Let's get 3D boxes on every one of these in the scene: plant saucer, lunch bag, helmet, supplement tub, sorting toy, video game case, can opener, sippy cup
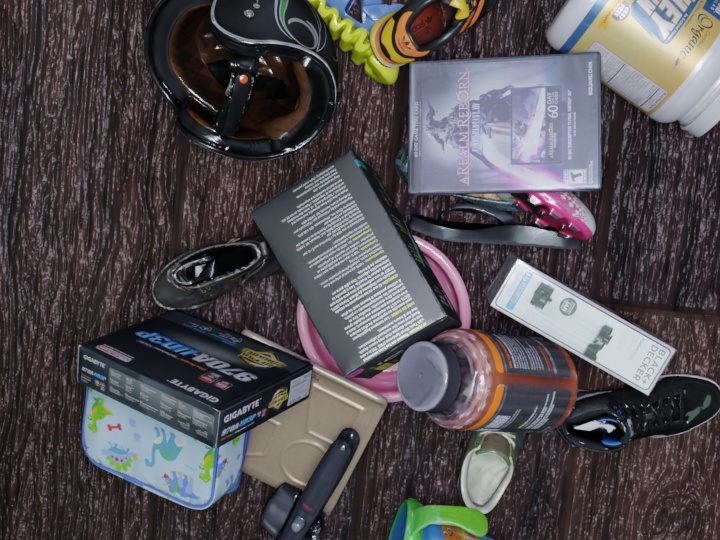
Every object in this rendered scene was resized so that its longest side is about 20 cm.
[{"bbox_3d":[0.028,0.051,1.344,0.200,0.051,0.201,1,97,5],"label":"plant saucer"},{"bbox_3d":[-0.225,0.177,1.334,0.200,0.082,0.161,17,110,24],"label":"lunch bag"},{"bbox_3d":[-0.127,-0.228,1.251,0.199,0.191,0.200,-13,133,-15],"label":"helmet"},{"bbox_3d":[0.132,0.116,1.215,0.107,0.200,0.107,-11,75,45],"label":"supplement tub"},{"bbox_3d":[-0.083,0.176,1.352,0.185,0.036,0.200,26,122,1],"label":"sorting toy"},{"bbox_3d":[0.149,-0.151,1.204,0.199,0.019,0.143,-1,83,13],"label":"video game case"},{"bbox_3d":[-0.055,0.260,1.330,0.079,0.063,0.200,31,124,-2],"label":"can opener"},{"bbox_3d":[0.315,-0.249,1.234,0.200,0.145,0.145,35,99,-1],"label":"supplement tub"},{"bbox_3d":[0.097,0.347,1.337,0.130,0.178,0.140,17,74,-3],"label":"sippy cup"}]

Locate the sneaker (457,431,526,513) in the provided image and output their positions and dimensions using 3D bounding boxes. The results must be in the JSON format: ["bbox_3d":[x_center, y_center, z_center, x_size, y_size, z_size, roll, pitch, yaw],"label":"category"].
[{"bbox_3d":[0.162,0.191,1.331,0.067,0.090,0.201,18,98,3],"label":"sneaker"}]

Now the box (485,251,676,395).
[{"bbox_3d":[0.242,0.056,1.294,0.200,0.117,0.060,29,96,-1],"label":"box"}]

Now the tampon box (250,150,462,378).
[{"bbox_3d":[0.000,0.000,1.229,0.126,0.150,0.200,-31,79,7],"label":"tampon box"}]

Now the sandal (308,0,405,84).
[{"bbox_3d":[-0.013,-0.302,1.295,0.200,0.079,0.087,43,86,-6],"label":"sandal"}]

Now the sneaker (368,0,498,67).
[{"bbox_3d":[0.105,-0.286,1.245,0.200,0.090,0.070,-39,110,-17],"label":"sneaker"}]

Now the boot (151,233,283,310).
[{"bbox_3d":[-0.173,-0.001,1.283,0.200,0.174,0.069,-21,89,15],"label":"boot"}]

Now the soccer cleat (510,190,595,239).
[{"bbox_3d":[0.179,-0.114,1.238,0.200,0.070,0.086,35,80,7],"label":"soccer cleat"}]

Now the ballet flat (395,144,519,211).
[{"bbox_3d":[0.137,-0.105,1.307,0.199,0.074,0.074,5,98,4],"label":"ballet flat"}]

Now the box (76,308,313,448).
[{"bbox_3d":[-0.176,0.109,1.235,0.200,0.159,0.046,20,114,30],"label":"box"}]

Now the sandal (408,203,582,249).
[{"bbox_3d":[0.153,-0.054,1.313,0.199,0.076,0.043,4,99,-7],"label":"sandal"}]

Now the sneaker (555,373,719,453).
[{"bbox_3d":[0.317,0.169,1.305,0.199,0.112,0.073,-8,98,6],"label":"sneaker"}]
